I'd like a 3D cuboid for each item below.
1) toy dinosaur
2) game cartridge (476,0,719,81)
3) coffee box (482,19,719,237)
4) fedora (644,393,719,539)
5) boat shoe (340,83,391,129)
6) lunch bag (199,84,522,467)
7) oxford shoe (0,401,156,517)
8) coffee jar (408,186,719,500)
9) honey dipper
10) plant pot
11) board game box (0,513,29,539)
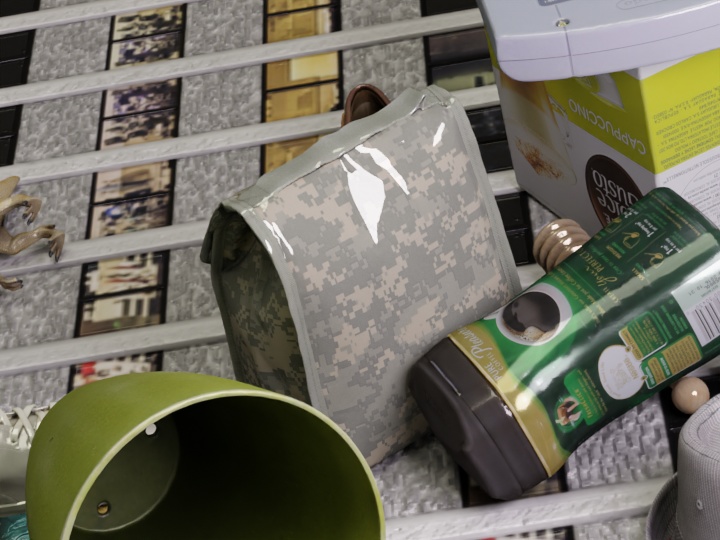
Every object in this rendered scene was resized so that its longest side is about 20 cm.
[{"bbox_3d":[-0.261,-0.031,1.977,0.101,0.058,0.200,3,35,25],"label":"toy dinosaur"},{"bbox_3d":[0.170,-0.170,1.704,0.199,0.042,0.134,-13,38,0],"label":"game cartridge"},{"bbox_3d":[0.217,-0.134,1.845,0.199,0.199,0.200,-26,35,-18],"label":"coffee box"},{"bbox_3d":[0.243,0.120,1.536,0.176,0.091,0.200,-27,35,-22],"label":"fedora"},{"bbox_3d":[0.018,-0.063,1.919,0.072,0.072,0.200,-11,32,1],"label":"boat shoe"},{"bbox_3d":[0.000,0.000,1.705,0.164,0.201,0.117,-29,36,-25],"label":"lunch bag"},{"bbox_3d":[-0.201,0.110,1.735,0.199,0.058,0.075,-12,29,-4],"label":"oxford shoe"},{"bbox_3d":[0.129,0.045,1.662,0.199,0.086,0.104,-34,34,-5],"label":"coffee jar"},{"bbox_3d":[0.164,0.032,1.763,0.038,0.038,0.200,-20,37,-13],"label":"honey dipper"},{"bbox_3d":[-0.112,0.132,1.580,0.186,0.188,0.200,-23,21,-18],"label":"plant pot"},{"bbox_3d":[-0.233,0.212,1.610,0.134,0.028,0.200,-9,31,4],"label":"board game box"}]
